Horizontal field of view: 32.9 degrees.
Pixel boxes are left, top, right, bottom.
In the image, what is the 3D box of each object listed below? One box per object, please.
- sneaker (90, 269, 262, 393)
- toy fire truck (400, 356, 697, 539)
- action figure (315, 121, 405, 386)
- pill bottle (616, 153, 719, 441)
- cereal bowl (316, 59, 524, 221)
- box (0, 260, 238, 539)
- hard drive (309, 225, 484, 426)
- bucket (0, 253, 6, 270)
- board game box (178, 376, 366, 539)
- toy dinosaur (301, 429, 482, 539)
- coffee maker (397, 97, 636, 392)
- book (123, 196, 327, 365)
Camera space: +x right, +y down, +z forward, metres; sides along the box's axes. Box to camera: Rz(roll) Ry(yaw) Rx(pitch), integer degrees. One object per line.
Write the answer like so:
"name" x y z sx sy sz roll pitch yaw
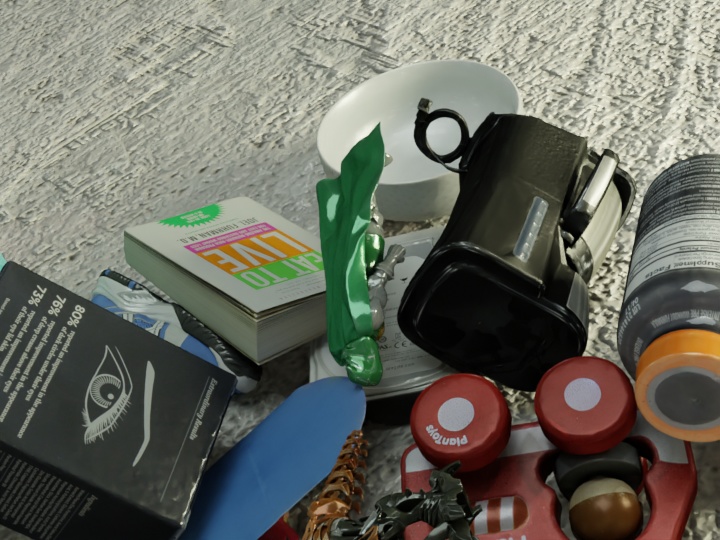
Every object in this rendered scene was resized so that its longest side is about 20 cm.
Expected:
"sneaker" -0.166 0.069 1.053 0.200 0.076 0.077 23 79 37
"toy fire truck" 0.120 0.159 0.798 0.200 0.112 0.168 -9 53 11
"action figure" 0.000 0.000 0.930 0.055 0.118 0.200 12 55 -17
"pill bottle" 0.224 0.018 0.789 0.106 0.106 0.200 0 37 21
"cereal bowl" 0.062 -0.113 1.157 0.200 0.083 0.200 -11 38 9
"box" -0.212 0.112 0.896 0.200 0.104 0.148 30 43 -12
"hard drive" 0.026 0.045 1.020 0.140 0.038 0.200 -11 38 8
"bucket" -0.358 0.052 1.040 0.135 0.207 0.207 -32 40 -22
"board game box" -0.063 0.163 0.892 0.200 0.039 0.158 -42 19 -2
"toy dinosaur" 0.007 0.173 0.717 0.136 0.102 0.200 -19 61 9
"coffee maker" 0.102 -0.022 0.958 0.192 0.135 0.200 14 40 15
"book" -0.093 -0.002 1.042 0.134 0.048 0.200 -21 35 -35
